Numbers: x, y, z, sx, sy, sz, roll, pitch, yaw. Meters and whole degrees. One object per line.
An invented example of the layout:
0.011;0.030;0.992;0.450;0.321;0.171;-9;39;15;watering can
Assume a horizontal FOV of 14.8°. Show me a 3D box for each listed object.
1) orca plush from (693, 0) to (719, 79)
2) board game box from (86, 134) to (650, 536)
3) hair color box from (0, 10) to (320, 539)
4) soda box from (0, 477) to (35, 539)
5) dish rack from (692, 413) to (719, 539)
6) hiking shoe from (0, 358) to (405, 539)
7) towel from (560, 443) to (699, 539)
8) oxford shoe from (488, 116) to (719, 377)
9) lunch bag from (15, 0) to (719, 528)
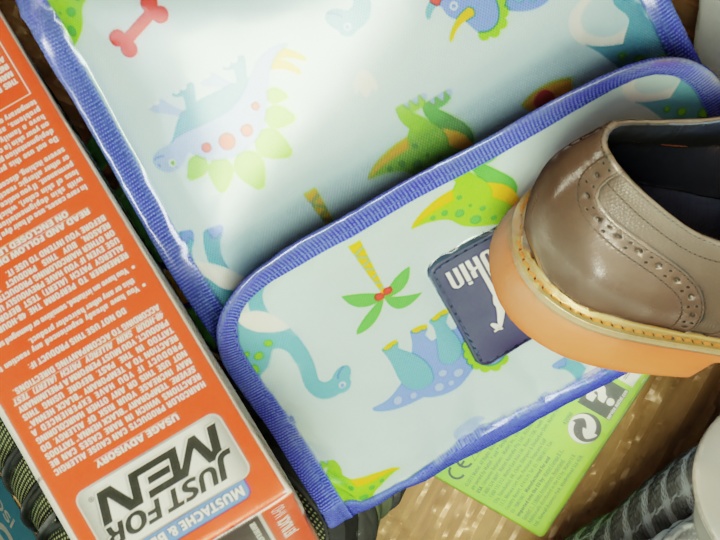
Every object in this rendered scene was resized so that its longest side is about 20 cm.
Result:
0.159;-0.120;0.859;0.105;0.071;0.200;22;113;45;orca plush
0.000;0.000;0.922;0.200;0.030;0.096;29;109;-8;board game box
-0.089;0.010;0.827;0.064;0.111;0.200;-30;74;-4;hair color box
-0.122;0.159;0.968;0.064;0.068;0.200;-26;105;14;soda box
0.202;0.087;0.812;0.200;0.172;0.044;43;148;9;dish rack
-0.088;0.059;0.898;0.200;0.101;0.076;20;143;4;hiking shoe
0.151;0.146;0.896;0.200;0.086;0.166;35;143;-7;towel
0.140;-0.005;0.775;0.200;0.071;0.073;2;146;-21;oxford shoe
0.016;-0.044;0.836;0.170;0.127;0.200;-28;101;3;lunch bag
